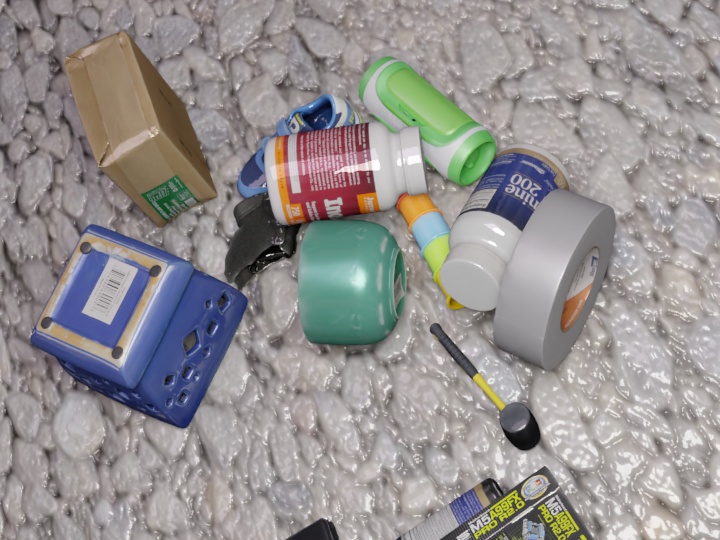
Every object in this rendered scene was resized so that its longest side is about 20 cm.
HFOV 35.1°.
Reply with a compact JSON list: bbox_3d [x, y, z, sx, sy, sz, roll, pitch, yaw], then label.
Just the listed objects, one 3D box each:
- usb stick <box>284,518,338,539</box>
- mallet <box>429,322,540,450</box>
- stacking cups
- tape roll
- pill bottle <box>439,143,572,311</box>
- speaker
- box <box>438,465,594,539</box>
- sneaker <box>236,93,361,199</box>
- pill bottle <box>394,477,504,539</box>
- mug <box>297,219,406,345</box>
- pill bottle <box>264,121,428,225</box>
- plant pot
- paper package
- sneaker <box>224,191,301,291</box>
[{"bbox_3d":[-0.113,0.367,1.374,0.198,0.033,0.056,-32,41,3],"label":"usb stick"},{"bbox_3d":[0.143,0.131,1.375,0.041,0.066,0.201,-39,63,-3],"label":"mallet"},{"bbox_3d":[0.089,-0.044,1.468,0.060,0.061,0.201,-33,61,2],"label":"stacking cups"},{"bbox_3d":[0.227,0.010,1.322,0.065,0.201,0.203,23,77,24],"label":"tape roll"},{"bbox_3d":[0.173,-0.051,1.378,0.109,0.112,0.201,18,53,22],"label":"pill bottle"},{"bbox_3d":[0.087,-0.200,1.515,0.088,0.089,0.200,-44,63,-4],"label":"speaker"},{"bbox_3d":[0.184,0.331,1.217,0.159,0.201,0.044,-35,26,1],"label":"box"},{"bbox_3d":[-0.094,-0.174,1.562,0.199,0.082,0.074,-38,64,2],"label":"sneaker"},{"bbox_3d":[0.096,0.334,1.282,0.198,0.112,0.113,-34,63,2],"label":"pill bottle"},{"bbox_3d":[-0.003,0.001,1.424,0.112,0.152,0.189,1,69,14],"label":"mug"},{"bbox_3d":[-0.017,-0.126,1.446,0.196,0.113,0.115,-8,66,6],"label":"pill bottle"},{"bbox_3d":[-0.293,0.063,1.474,0.197,0.180,0.203,20,76,24],"label":"plant pot"},{"bbox_3d":[-0.301,-0.190,1.566,0.102,0.200,0.193,-26,63,5],"label":"paper package"},{"bbox_3d":[-0.101,-0.062,1.535,0.197,0.060,0.106,-25,63,11],"label":"sneaker"}]
